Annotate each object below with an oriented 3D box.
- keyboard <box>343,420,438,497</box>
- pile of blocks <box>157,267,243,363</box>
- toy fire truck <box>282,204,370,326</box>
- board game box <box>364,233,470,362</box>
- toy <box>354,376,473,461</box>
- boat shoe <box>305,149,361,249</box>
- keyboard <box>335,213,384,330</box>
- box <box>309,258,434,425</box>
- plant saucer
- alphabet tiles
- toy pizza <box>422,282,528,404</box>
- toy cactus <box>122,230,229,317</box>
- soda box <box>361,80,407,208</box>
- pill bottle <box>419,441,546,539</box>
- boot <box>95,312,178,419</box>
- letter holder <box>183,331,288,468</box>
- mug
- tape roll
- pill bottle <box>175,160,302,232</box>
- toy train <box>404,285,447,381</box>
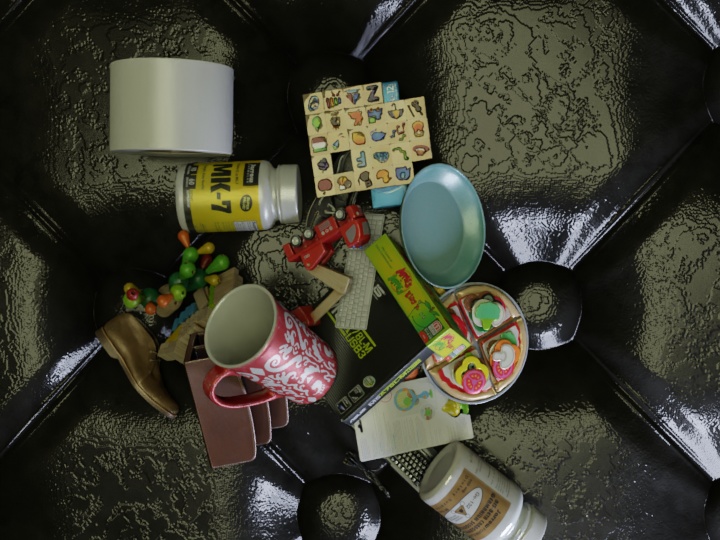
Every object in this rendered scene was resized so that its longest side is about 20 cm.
[{"bbox_3d":[0.052,0.320,1.712,0.200,0.021,0.127,44,94,1],"label":"keyboard"},{"bbox_3d":[-0.259,0.083,1.705,0.200,0.082,0.062,-43,130,12],"label":"pile of blocks"},{"bbox_3d":[-0.057,-0.002,1.629,0.198,0.049,0.143,-29,80,20],"label":"toy fire truck"},{"bbox_3d":[0.090,0.043,1.595,0.047,0.101,0.201,-38,60,9],"label":"board game box"},{"bbox_3d":[0.084,0.242,1.686,0.196,0.047,0.117,-10,91,-6],"label":"toy"},{"bbox_3d":[-0.044,-0.114,1.674,0.072,0.063,0.203,24,94,2],"label":"boat shoe"},{"bbox_3d":[0.000,0.000,1.660,0.055,0.011,0.203,1,70,25],"label":"keyboard"},{"bbox_3d":[-0.004,0.116,1.649,0.193,0.047,0.201,-42,60,7],"label":"box"},{"bbox_3d":[0.126,-0.071,1.634,0.198,0.036,0.204,5,83,-41],"label":"plant saucer"},{"bbox_3d":[0.013,-0.217,1.626,0.196,0.008,0.170,-8,92,6],"label":"alphabet tiles"},{"bbox_3d":[0.192,0.121,1.657,0.197,0.032,0.204,-1,93,-17],"label":"toy pizza"},{"bbox_3d":[-0.314,0.024,1.653,0.103,0.165,0.199,49,54,6],"label":"toy cactus"},{"bbox_3d":[0.042,-0.206,1.661,0.063,0.068,0.204,-6,93,4],"label":"soda box"},{"bbox_3d":[0.205,0.385,1.656,0.199,0.114,0.115,37,94,-8],"label":"pill bottle"},{"bbox_3d":[-0.363,0.161,1.706,0.075,0.074,0.201,-38,88,-6],"label":"boot"},{"bbox_3d":[-0.196,0.203,1.649,0.140,0.101,0.203,-9,113,1],"label":"letter holder"},{"bbox_3d":[-0.148,0.132,1.562,0.176,0.200,0.135,-28,53,18],"label":"mug"},{"bbox_3d":[-0.303,-0.258,1.612,0.199,0.203,0.142,2,93,3],"label":"tape roll"},{"bbox_3d":[-0.198,-0.123,1.657,0.196,0.114,0.117,-3,93,3],"label":"pill bottle"},{"bbox_3d":[0.085,0.101,1.681,0.147,0.056,0.204,-4,93,3],"label":"toy train"}]
